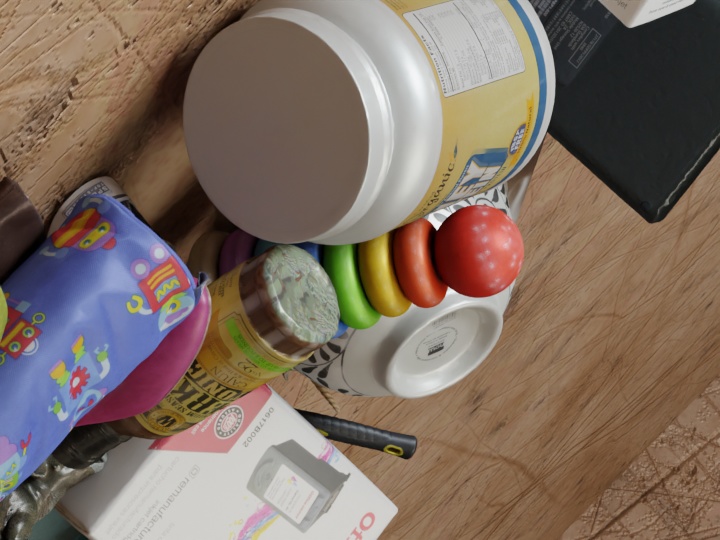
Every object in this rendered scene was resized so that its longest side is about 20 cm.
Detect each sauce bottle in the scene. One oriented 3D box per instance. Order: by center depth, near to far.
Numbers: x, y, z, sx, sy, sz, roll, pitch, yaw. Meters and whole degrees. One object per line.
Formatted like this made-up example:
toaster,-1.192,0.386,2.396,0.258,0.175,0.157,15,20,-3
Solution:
sauce bottle,-0.100,0.055,1.362,0.199,0.065,0.065,-33,174,34

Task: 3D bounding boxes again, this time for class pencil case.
pencil case,-0.165,0.055,1.206,0.200,0.078,0.087,-50,146,-23

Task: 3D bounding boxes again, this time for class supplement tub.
supplement tub,0.006,-0.096,1.365,0.200,0.145,0.145,-23,152,-55

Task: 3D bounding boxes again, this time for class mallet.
mallet,-0.051,0.092,1.647,0.066,0.198,0.041,113,-20,-44

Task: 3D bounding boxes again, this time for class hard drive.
hard drive,0.155,-0.146,1.525,0.140,0.200,0.033,-53,163,21

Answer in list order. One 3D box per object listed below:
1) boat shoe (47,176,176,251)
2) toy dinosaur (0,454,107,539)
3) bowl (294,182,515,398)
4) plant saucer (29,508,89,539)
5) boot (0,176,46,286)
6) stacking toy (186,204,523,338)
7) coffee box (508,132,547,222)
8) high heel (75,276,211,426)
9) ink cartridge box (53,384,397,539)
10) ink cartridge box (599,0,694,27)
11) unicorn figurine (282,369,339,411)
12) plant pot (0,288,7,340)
boat shoe,-0.130,0.014,1.412,0.072,0.068,0.200,-42,163,-15
toy dinosaur,-0.238,0.147,1.441,0.077,0.103,0.199,-28,167,39
bowl,0.032,0.018,1.551,0.200,0.094,0.201,-25,147,-17
plant saucer,-0.196,0.148,1.578,0.200,0.070,0.019,-43,-167,-15
boot,-0.223,0.053,1.258,0.166,0.072,0.200,-39,158,-20
stacking toy,0.000,0.000,1.439,0.199,0.086,0.085,-12,174,20
coffee box,0.059,-0.072,1.672,0.114,0.080,0.200,-38,162,-27
high heel,-0.170,0.050,1.317,0.199,0.068,0.096,-25,157,40
ink cartridge box,-0.090,0.146,1.571,0.148,0.085,0.200,-51,128,-7
ink cartridge box,0.171,-0.265,1.387,0.084,0.145,0.201,-24,153,-50
unicorn figurine,-0.053,0.011,1.623,0.138,0.074,0.199,-52,147,18
plant pot,-0.252,0.065,1.075,0.200,0.186,0.188,-52,169,-32
